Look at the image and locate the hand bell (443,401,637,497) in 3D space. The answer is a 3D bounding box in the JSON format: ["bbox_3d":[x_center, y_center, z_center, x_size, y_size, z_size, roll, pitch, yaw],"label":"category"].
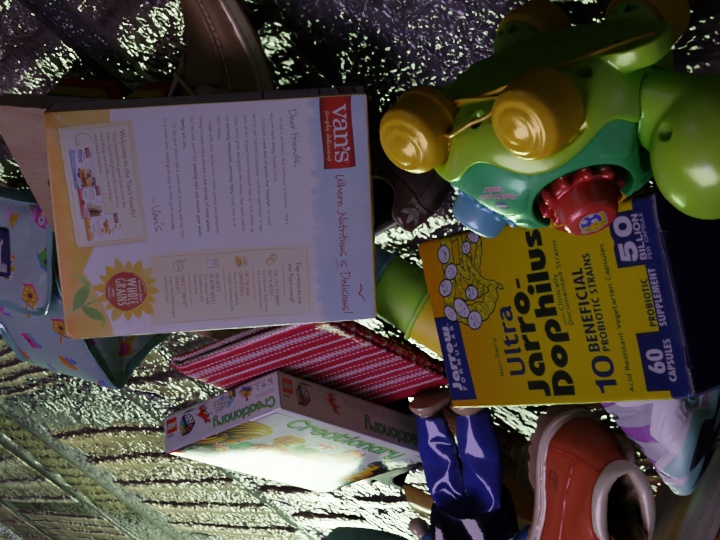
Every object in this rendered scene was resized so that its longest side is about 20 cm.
[{"bbox_3d":[0.127,0.148,1.171,0.199,0.104,0.104,25,157,43],"label":"hand bell"}]

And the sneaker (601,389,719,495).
[{"bbox_3d":[0.181,0.073,0.971,0.139,0.078,0.201,15,141,32],"label":"sneaker"}]

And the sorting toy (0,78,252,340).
[{"bbox_3d":[-0.170,-0.056,1.058,0.199,0.070,0.200,10,132,45],"label":"sorting toy"}]

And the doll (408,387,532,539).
[{"bbox_3d":[0.097,0.198,1.111,0.135,0.048,0.202,-3,106,33],"label":"doll"}]

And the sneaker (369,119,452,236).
[{"bbox_3d":[-0.016,-0.057,0.937,0.070,0.076,0.199,44,151,-26],"label":"sneaker"}]

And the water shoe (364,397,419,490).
[{"bbox_3d":[0.033,0.133,1.233,0.078,0.072,0.201,20,148,6],"label":"water shoe"}]

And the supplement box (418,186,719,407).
[{"bbox_3d":[0.143,0.014,0.806,0.199,0.109,0.110,-11,92,54],"label":"supplement box"}]

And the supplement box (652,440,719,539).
[{"bbox_3d":[0.274,0.201,1.030,0.073,0.127,0.200,29,155,3],"label":"supplement box"}]

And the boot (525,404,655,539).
[{"bbox_3d":[0.176,0.211,1.024,0.107,0.074,0.202,-142,41,-60],"label":"boot"}]

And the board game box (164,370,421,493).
[{"bbox_3d":[-0.047,0.137,1.122,0.125,0.035,0.199,-24,149,33],"label":"board game box"}]

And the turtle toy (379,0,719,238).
[{"bbox_3d":[0.114,-0.071,0.672,0.199,0.146,0.102,0,121,47],"label":"turtle toy"}]

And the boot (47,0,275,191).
[{"bbox_3d":[-0.133,-0.089,0.889,0.073,0.154,0.201,53,160,44],"label":"boot"}]

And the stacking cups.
[{"bbox_3d":[0.000,0.000,1.053,0.199,0.061,0.061,30,155,12],"label":"stacking cups"}]

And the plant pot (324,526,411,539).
[{"bbox_3d":[0.016,0.425,1.652,0.199,0.197,0.196,32,156,16],"label":"plant pot"}]

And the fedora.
[{"bbox_3d":[0.138,0.215,1.235,0.199,0.083,0.201,24,168,5],"label":"fedora"}]

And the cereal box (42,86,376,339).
[{"bbox_3d":[-0.090,-0.036,0.849,0.197,0.146,0.040,-3,-165,-5],"label":"cereal box"}]

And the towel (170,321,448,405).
[{"bbox_3d":[-0.032,0.075,1.062,0.143,0.023,0.199,-21,152,27],"label":"towel"}]

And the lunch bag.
[{"bbox_3d":[-0.296,0.003,1.302,0.169,0.122,0.201,11,140,39],"label":"lunch bag"}]
